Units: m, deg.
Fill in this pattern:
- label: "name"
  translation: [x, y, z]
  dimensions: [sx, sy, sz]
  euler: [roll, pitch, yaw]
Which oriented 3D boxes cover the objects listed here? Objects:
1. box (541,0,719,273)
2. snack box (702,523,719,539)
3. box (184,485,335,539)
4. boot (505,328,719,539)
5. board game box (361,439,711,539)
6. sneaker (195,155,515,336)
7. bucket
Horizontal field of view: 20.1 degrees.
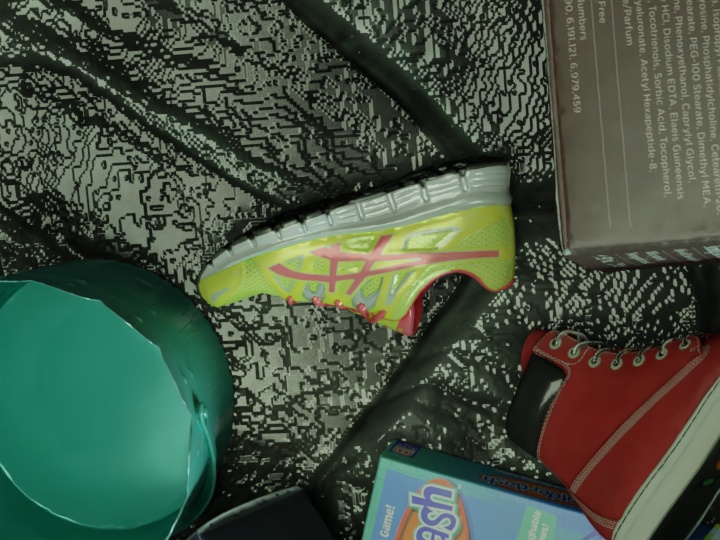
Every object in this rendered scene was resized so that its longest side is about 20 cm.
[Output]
- label: "box"
  translation: [0.206, -0.091, 1.059]
  dimensions: [0.198, 0.166, 0.166]
  euler: [-5, 86, 15]
- label: "snack box"
  translation: [0.242, 0.248, 1.084]
  dimensions: [0.199, 0.053, 0.143]
  euler: [33, 131, 22]
- label: "box"
  translation: [-0.054, 0.254, 1.186]
  dimensions: [0.148, 0.104, 0.201]
  euler: [-45, 74, 33]
- label: "boot"
  translation: [0.167, 0.046, 1.141]
  dimensions: [0.144, 0.072, 0.200]
  euler: [46, 109, 31]
- label: "board game box"
  translation: [0.094, 0.202, 1.211]
  dimensions: [0.199, 0.045, 0.153]
  euler: [14, 103, 11]
- label: "sneaker"
  translation: [0.000, 0.000, 1.183]
  dimensions: [0.199, 0.078, 0.091]
  euler: [-15, 98, 15]
- label: "bucket"
  translation: [-0.176, 0.091, 1.209]
  dimensions: [0.206, 0.135, 0.209]
  euler: [2, 99, 14]
